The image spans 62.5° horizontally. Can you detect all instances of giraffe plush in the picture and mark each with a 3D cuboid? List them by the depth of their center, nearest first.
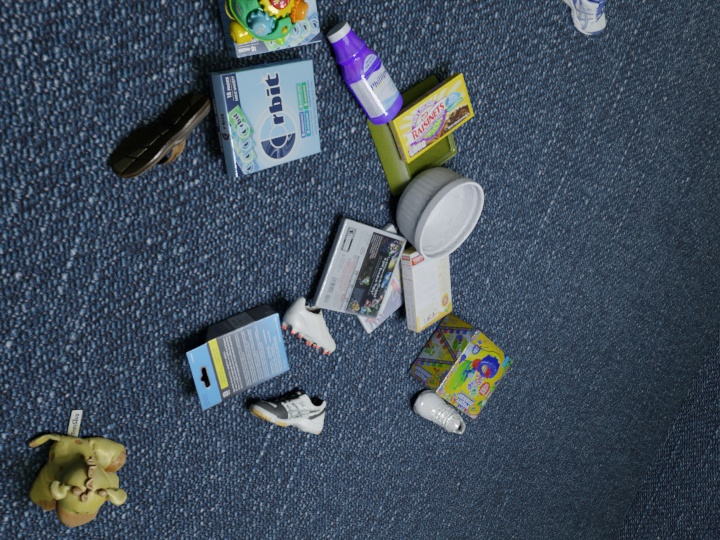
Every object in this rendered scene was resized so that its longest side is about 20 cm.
[{"bbox_3d":[-0.496,0.379,1.060,0.171,0.162,0.202,-11,116,-31],"label":"giraffe plush"}]

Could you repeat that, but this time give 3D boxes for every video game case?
[{"bbox_3d":[0.000,0.000,1.318,0.180,0.023,0.202,15,99,-37],"label":"video game case"},{"bbox_3d":[0.043,0.021,1.383,0.182,0.023,0.201,-40,127,-15],"label":"video game case"}]

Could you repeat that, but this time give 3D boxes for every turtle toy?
[{"bbox_3d":[-0.154,-0.458,0.937,0.145,0.101,0.202,-31,124,-20],"label":"turtle toy"}]

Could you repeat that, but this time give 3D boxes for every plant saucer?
[{"bbox_3d":[0.130,-0.290,1.299,0.199,0.048,0.201,-36,125,-18],"label":"plant saucer"}]

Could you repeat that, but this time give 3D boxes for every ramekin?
[{"bbox_3d":[0.171,-0.135,1.327,0.199,0.105,0.201,-31,144,-26],"label":"ramekin"}]

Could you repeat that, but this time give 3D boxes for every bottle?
[{"bbox_3d":[0.007,-0.385,1.157,0.200,0.065,0.084,52,57,-33],"label":"bottle"}]

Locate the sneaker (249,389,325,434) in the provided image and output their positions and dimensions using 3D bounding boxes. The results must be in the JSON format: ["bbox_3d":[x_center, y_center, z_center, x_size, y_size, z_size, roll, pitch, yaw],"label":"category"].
[{"bbox_3d":[-0.161,0.307,1.338,0.199,0.075,0.089,26,77,-41],"label":"sneaker"}]

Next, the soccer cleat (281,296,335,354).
[{"bbox_3d":[-0.097,0.122,1.277,0.078,0.069,0.200,-61,148,-12],"label":"soccer cleat"}]

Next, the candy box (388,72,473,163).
[{"bbox_3d":[0.151,-0.323,1.253,0.199,0.026,0.103,-38,123,-17],"label":"candy box"}]

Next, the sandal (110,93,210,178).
[{"bbox_3d":[-0.328,-0.220,1.001,0.200,0.081,0.055,-49,151,-17],"label":"sandal"}]

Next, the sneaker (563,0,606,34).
[{"bbox_3d":[0.555,-0.639,1.430,0.199,0.088,0.076,27,91,-41],"label":"sneaker"}]

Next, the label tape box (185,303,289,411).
[{"bbox_3d":[-0.255,0.173,1.209,0.198,0.063,0.146,-22,120,-27],"label":"label tape box"}]

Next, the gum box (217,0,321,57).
[{"bbox_3d":[-0.162,-0.485,1.014,0.169,0.044,0.202,-22,121,-26],"label":"gum box"}]

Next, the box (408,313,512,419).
[{"bbox_3d":[0.267,0.254,1.574,0.200,0.122,0.194,38,85,-38],"label":"box"}]

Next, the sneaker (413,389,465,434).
[{"bbox_3d":[0.225,0.391,1.616,0.199,0.099,0.078,32,89,-39],"label":"sneaker"}]

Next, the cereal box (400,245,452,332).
[{"bbox_3d":[0.162,0.030,1.434,0.143,0.039,0.202,-24,116,-40],"label":"cereal box"}]

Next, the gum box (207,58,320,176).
[{"bbox_3d":[-0.165,-0.278,1.064,0.199,0.044,0.172,-25,122,-39],"label":"gum box"}]
